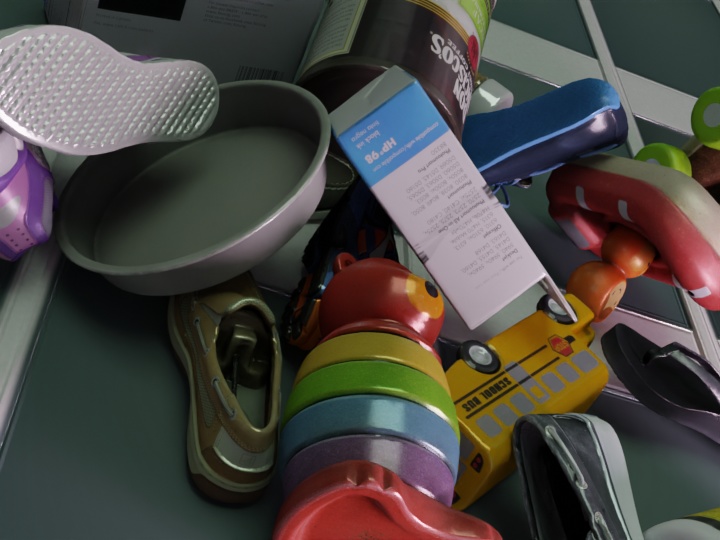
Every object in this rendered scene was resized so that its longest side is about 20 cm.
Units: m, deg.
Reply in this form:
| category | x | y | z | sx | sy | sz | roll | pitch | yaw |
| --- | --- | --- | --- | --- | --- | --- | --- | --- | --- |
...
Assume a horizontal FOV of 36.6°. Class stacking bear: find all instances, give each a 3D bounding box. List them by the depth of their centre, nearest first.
| category | x | y | z | sx | sy | sz | roll | pitch | yaw |
| --- | --- | --- | --- | --- | --- | --- | --- | --- | --- |
| stacking bear | 0.009 | 0.077 | 0.644 | 0.121 | 0.113 | 0.201 | 32 | 41 | -28 |

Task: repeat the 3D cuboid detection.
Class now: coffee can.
| category | x | y | z | sx | sy | sz | roll | pitch | yaw |
| --- | --- | --- | --- | --- | --- | --- | --- | --- | --- |
| coffee can | 0.031 | -0.186 | 0.928 | 0.145 | 0.147 | 0.201 | 21 | 54 | -7 |

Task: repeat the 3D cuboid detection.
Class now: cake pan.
| category | x | y | z | sx | sy | sz | roll | pitch | yaw |
| --- | --- | --- | --- | --- | --- | --- | --- | --- | --- |
| cake pan | -0.109 | -0.056 | 0.736 | 0.198 | 0.037 | 0.201 | -13 | 40 | 11 |

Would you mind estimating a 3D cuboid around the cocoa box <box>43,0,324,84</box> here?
| category | x | y | z | sx | sy | sz | roll | pitch | yaw |
| --- | --- | --- | --- | --- | --- | --- | --- | --- | --- |
| cocoa box | -0.153 | -0.233 | 0.926 | 0.198 | 0.134 | 0.132 | 3 | 42 | -29 |

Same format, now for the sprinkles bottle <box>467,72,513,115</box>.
| category | x | y | z | sx | sy | sz | roll | pitch | yaw |
| --- | --- | --- | --- | --- | --- | --- | --- | --- | --- |
| sprinkles bottle | 0.054 | -0.199 | 1.072 | 0.199 | 0.069 | 0.068 | 38 | 37 | 15 |

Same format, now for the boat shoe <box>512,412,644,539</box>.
| category | x | y | z | sx | sy | sz | roll | pitch | yaw |
| --- | --- | --- | --- | --- | --- | --- | --- | --- | --- |
| boat shoe | 0.133 | 0.176 | 0.633 | 0.067 | 0.072 | 0.202 | 10 | 56 | -32 |

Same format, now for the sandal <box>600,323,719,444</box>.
| category | x | y | z | sx | sy | sz | roll | pitch | yaw |
| --- | --- | --- | --- | --- | --- | --- | --- | --- | --- |
| sandal | 0.266 | 0.092 | 0.837 | 0.199 | 0.043 | 0.076 | 30 | 28 | -17 |

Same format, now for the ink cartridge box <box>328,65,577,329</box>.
| category | x | y | z | sx | sy | sz | roll | pitch | yaw |
| --- | --- | --- | --- | --- | --- | --- | --- | --- | --- |
| ink cartridge box | 0.060 | -0.038 | 0.759 | 0.201 | 0.066 | 0.116 | 54 | 4 | -15 |

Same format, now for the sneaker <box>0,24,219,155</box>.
| category | x | y | z | sx | sy | sz | roll | pitch | yaw |
| --- | --- | --- | --- | --- | --- | --- | --- | --- | --- |
| sneaker | -0.193 | -0.115 | 0.694 | 0.113 | 0.074 | 0.200 | 14 | 7 | 27 |

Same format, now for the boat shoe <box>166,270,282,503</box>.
| category | x | y | z | sx | sy | sz | roll | pitch | yaw |
| --- | --- | --- | --- | --- | --- | --- | --- | --- | --- |
| boat shoe | -0.076 | 0.044 | 0.685 | 0.071 | 0.077 | 0.201 | 7 | 40 | -24 |

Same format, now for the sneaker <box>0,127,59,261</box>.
| category | x | y | z | sx | sy | sz | roll | pitch | yaw |
| --- | --- | --- | --- | --- | --- | --- | --- | --- | --- |
| sneaker | -0.241 | -0.068 | 0.726 | 0.089 | 0.080 | 0.200 | 57 | 0 | -30 |

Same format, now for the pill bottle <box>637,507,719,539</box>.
| category | x | y | z | sx | sy | sz | roll | pitch | yaw |
| --- | --- | --- | --- | --- | --- | --- | --- | --- | --- |
| pill bottle | 0.266 | 0.199 | 0.680 | 0.198 | 0.115 | 0.115 | -2 | 45 | -34 |

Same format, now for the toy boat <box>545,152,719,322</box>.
| category | x | y | z | sx | sy | sz | roll | pitch | yaw |
| --- | --- | --- | --- | --- | --- | --- | --- | --- | --- |
| toy boat | 0.223 | -0.013 | 0.915 | 0.130 | 0.131 | 0.200 | 43 | -9 | -31 |

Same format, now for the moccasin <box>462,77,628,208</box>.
| category | x | y | z | sx | sy | sz | roll | pitch | yaw |
| --- | --- | --- | --- | --- | --- | --- | --- | --- | --- |
| moccasin | 0.131 | -0.094 | 0.925 | 0.068 | 0.198 | 0.081 | 45 | 44 | -41 |

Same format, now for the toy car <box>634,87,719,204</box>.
| category | x | y | z | sx | sy | sz | roll | pitch | yaw |
| --- | --- | --- | --- | --- | --- | --- | --- | --- | --- |
| toy car | 0.382 | -0.050 | 1.031 | 0.163 | 0.158 | 0.201 | 7 | 51 | -41 |

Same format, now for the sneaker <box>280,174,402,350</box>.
| category | x | y | z | sx | sy | sz | roll | pitch | yaw |
| --- | --- | --- | --- | --- | --- | --- | --- | --- | --- |
| sneaker | 0.000 | 0.000 | 0.805 | 0.078 | 0.075 | 0.201 | 33 | 40 | -13 |

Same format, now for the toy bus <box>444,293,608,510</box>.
| category | x | y | z | sx | sy | sz | roll | pitch | yaw |
| --- | --- | --- | --- | --- | --- | --- | --- | --- | --- |
| toy bus | 0.108 | 0.084 | 0.761 | 0.078 | 0.065 | 0.199 | 43 | 39 | 20 |

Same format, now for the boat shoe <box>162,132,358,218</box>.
| category | x | y | z | sx | sy | sz | roll | pitch | yaw |
| --- | --- | --- | --- | --- | --- | --- | --- | --- | --- |
| boat shoe | -0.089 | -0.095 | 0.860 | 0.200 | 0.061 | 0.072 | 14 | 38 | -18 |
